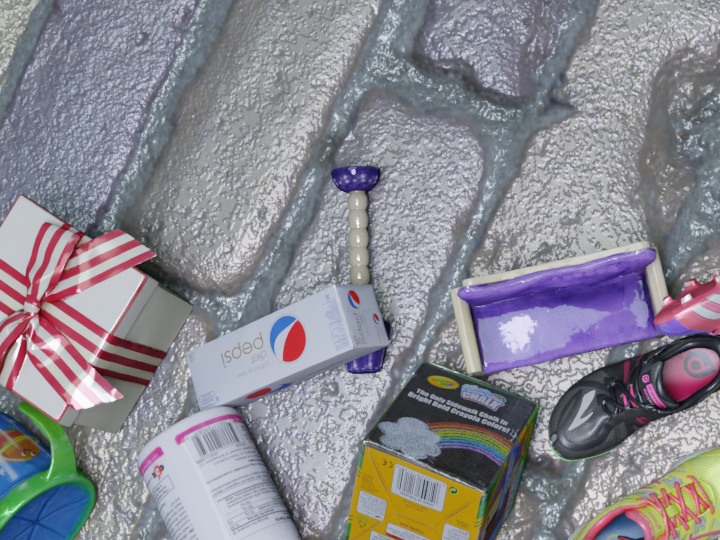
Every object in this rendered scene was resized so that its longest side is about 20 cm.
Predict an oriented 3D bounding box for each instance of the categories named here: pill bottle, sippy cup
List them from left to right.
[{"bbox_3d":[-0.358,0.217,1.470,0.178,0.140,0.130,-45,64,-8],"label":"sippy cup"},{"bbox_3d":[-0.126,0.244,1.406,0.113,0.113,0.202,-31,72,8],"label":"pill bottle"}]

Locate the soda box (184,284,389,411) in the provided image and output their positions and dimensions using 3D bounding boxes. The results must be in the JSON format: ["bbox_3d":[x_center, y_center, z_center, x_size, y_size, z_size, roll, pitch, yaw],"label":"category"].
[{"bbox_3d":[-0.073,0.077,1.412,0.198,0.068,0.065,-24,77,32],"label":"soda box"}]

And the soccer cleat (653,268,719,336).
[{"bbox_3d":[0.358,0.026,1.321,0.198,0.067,0.077,-24,93,-19],"label":"soccer cleat"}]

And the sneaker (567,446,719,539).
[{"bbox_3d":[0.277,0.228,1.330,0.199,0.090,0.079,-34,75,6],"label":"sneaker"}]

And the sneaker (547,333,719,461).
[{"bbox_3d":[0.259,0.110,1.352,0.198,0.084,0.077,-31,76,8],"label":"sneaker"}]

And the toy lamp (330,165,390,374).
[{"bbox_3d":[0.000,0.000,1.443,0.057,0.058,0.203,-4,83,13],"label":"toy lamp"}]

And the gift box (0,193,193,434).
[{"bbox_3d":[-0.276,0.047,1.432,0.198,0.187,0.186,26,85,16],"label":"gift box"}]

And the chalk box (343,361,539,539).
[{"bbox_3d":[0.084,0.178,1.349,0.123,0.200,0.125,20,121,17],"label":"chalk box"}]

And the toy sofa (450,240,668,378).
[{"bbox_3d":[0.188,0.038,1.361,0.197,0.098,0.084,-12,80,4],"label":"toy sofa"}]
